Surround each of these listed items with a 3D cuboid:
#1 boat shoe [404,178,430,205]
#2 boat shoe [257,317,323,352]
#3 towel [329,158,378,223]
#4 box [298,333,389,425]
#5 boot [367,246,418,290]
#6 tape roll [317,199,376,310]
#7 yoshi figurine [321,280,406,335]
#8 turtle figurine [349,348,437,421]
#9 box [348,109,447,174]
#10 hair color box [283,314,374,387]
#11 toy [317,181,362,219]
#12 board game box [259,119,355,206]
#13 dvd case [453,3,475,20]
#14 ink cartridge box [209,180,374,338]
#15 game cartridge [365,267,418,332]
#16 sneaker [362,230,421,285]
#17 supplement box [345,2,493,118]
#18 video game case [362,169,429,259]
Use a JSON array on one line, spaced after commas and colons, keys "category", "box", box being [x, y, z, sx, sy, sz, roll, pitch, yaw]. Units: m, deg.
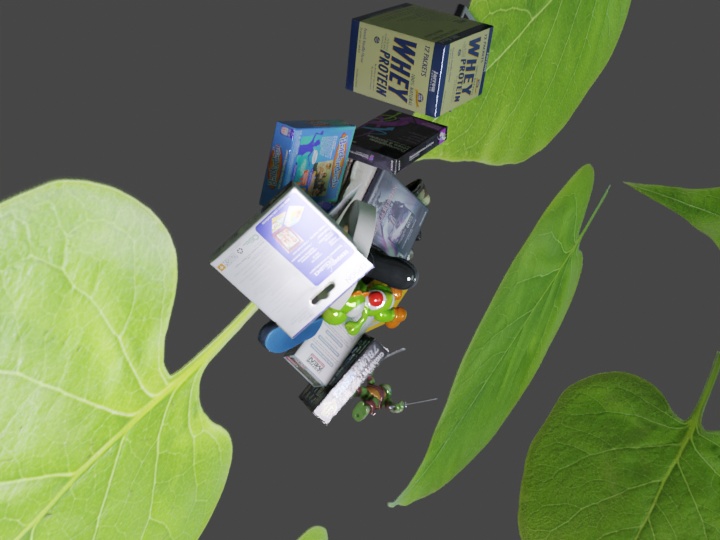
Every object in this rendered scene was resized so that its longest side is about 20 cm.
[{"category": "boat shoe", "box": [0.072, -0.143, 1.927, 0.199, 0.073, 0.065, -32, 112, -37]}, {"category": "boat shoe", "box": [-0.150, 0.113, 1.703, 0.085, 0.068, 0.200, -59, 160, 13]}, {"category": "towel", "box": [-0.016, -0.141, 1.786, 0.132, 0.034, 0.202, 16, 97, -64]}, {"category": "box", "box": [-0.040, 0.222, 1.852, 0.200, 0.050, 0.198, -49, -170, -8]}, {"category": "boot", "box": [-0.001, 0.000, 1.753, 0.199, 0.164, 0.066, -4, 111, -53]}, {"category": "tape roll", "box": [-0.026, -0.029, 1.584, 0.203, 0.037, 0.205, -159, -90, -78]}, {"category": "yoshi figurine", "box": [-0.006, 0.074, 1.810, 0.199, 0.112, 0.113, 6, 112, -42]}, {"category": "turtle figurine", "box": [0.047, 0.283, 2.134, 0.193, 0.199, 0.145, -12, 87, -55]}, {"category": "box", "box": [0.063, -0.257, 1.720, 0.200, 0.142, 0.036, -39, 142, -44]}, {"category": "hair color box", "box": [-0.062, 0.137, 1.839, 0.099, 0.060, 0.201, 46, 61, -17]}, {"category": "toy", "box": [-0.078, -0.088, 1.613, 0.115, 0.047, 0.200, -49, 175, -41]}, {"category": "board game box", "box": [-0.094, -0.193, 1.579, 0.199, 0.045, 0.154, -16, 125, -57]}, {"category": "dvd case", "box": [0.213, -0.476, 1.968, 0.150, 0.025, 0.202, 20, 93, -65]}, {"category": "ink cartridge box", "box": [-0.114, -0.016, 1.465, 0.197, 0.047, 0.200, -41, 115, 12]}, {"category": "game cartridge", "box": [0.038, 0.079, 2.009, 0.199, 0.032, 0.177, -23, 150, -56]}, {"category": "sneaker", "box": [0.071, -0.039, 1.971, 0.200, 0.090, 0.067, -52, 150, -28]}, {"category": "supplement box", "box": [0.111, -0.398, 1.632, 0.200, 0.198, 0.135, -35, 140, -48]}, {"category": "video game case", "box": [0.066, -0.112, 1.856, 0.200, 0.019, 0.144, 36, 76, -50]}]
